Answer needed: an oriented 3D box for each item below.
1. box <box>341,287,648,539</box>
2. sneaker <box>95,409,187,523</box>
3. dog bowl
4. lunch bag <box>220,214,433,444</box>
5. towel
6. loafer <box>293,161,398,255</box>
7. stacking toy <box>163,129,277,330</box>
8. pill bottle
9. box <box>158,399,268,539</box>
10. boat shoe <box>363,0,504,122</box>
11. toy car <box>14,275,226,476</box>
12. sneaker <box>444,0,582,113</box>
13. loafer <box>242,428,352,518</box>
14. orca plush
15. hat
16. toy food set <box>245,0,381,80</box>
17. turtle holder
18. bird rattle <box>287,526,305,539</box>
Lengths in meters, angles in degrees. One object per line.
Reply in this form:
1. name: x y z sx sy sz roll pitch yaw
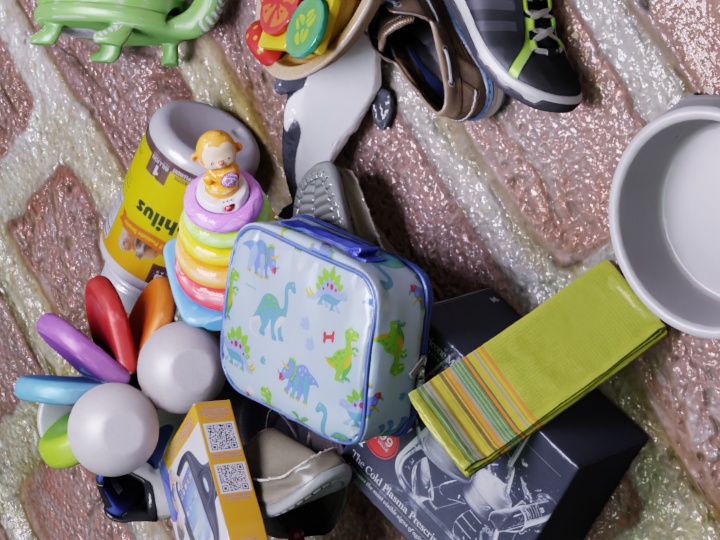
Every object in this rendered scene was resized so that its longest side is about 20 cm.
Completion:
1. box: 0.106 0.151 1.648 0.200 0.104 0.183 43 125 26
2. sneaker: -0.203 0.178 1.882 0.199 0.115 0.081 -128 30 -58
3. dog bowl: 0.273 -0.039 1.479 0.199 0.059 0.201 13 110 40
4. lunch bag: -0.028 0.044 1.630 0.200 0.082 0.162 23 113 45
5. towel: 0.140 0.074 1.557 0.086 0.200 0.018 52 172 27
6. loafer: 0.000 0.000 1.723 0.075 0.069 0.201 -9 98 50
7. stacking toy: -0.116 -0.050 1.710 0.200 0.116 0.110 88 164 -52
8. pill bottle: -0.178 -0.053 1.855 0.109 0.109 0.200 46 127 25
9. box: -0.123 0.228 1.705 0.119 0.041 0.201 123 138 -51
10. boat shoe: 0.043 -0.210 1.637 0.200 0.072 0.072 54 131 21
11. toy car: -0.229 0.087 1.792 0.150 0.200 0.175 53 164 -16
12. sneaker: 0.120 -0.217 1.566 0.083 0.072 0.200 -47 68 38
13. loafer: -0.081 0.176 1.723 0.200 0.075 0.070 -19 89 53
14. orca plush: -0.024 -0.142 1.744 0.105 0.071 0.201 0 118 -3
15. hat: -0.055 0.149 1.808 0.200 0.081 0.202 23 122 43
16. toy food set: -0.035 -0.256 1.652 0.198 0.049 0.201 14 84 57
17. turtle holder: -0.216 -0.266 1.821 0.185 0.141 0.132 2 85 51
18. bird rattle: -0.044 0.322 1.798 0.200 0.113 0.163 45 171 -7
